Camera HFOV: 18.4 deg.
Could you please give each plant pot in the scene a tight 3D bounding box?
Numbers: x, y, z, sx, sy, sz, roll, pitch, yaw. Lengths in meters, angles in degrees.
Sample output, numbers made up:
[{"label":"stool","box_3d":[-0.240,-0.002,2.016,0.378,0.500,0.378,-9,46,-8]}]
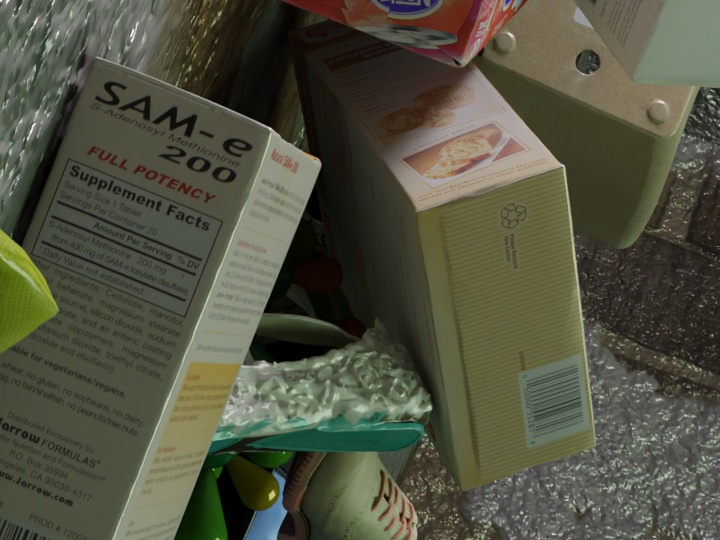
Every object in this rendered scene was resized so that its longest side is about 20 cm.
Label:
[{"label":"plant pot","box_3d":[0.140,-0.154,1.435,0.177,0.199,0.201,132,-19,-80]}]

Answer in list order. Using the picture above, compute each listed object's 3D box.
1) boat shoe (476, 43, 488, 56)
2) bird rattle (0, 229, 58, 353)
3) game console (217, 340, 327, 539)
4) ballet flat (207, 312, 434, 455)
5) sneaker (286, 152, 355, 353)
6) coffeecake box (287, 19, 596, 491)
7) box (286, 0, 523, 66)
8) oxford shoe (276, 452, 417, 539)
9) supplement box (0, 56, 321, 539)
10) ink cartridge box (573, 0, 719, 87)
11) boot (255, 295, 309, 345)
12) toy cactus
[{"label":"boat shoe","box_3d":[0.106,-0.206,1.271,0.076,0.073,0.201,100,13,-63]},{"label":"bird rattle","box_3d":[-0.121,-0.029,0.302,0.163,0.112,0.200,-48,164,-20]},{"label":"game console","box_3d":[-0.059,0.150,1.217,0.176,0.116,0.201,47,61,-49]},{"label":"ballet flat","box_3d":[-0.057,0.052,0.969,0.199,0.072,0.072,-1,120,-38]},{"label":"sneaker","box_3d":[0.000,0.000,1.229,0.077,0.200,0.089,-21,127,-17]},{"label":"coffeecake box","box_3d":[0.037,-0.019,1.067,0.200,0.073,0.154,-123,-161,-56]},{"label":"box","box_3d":[0.037,-0.172,1.036,0.200,0.095,0.100,-52,161,-70]},{"label":"oxford shoe","box_3d":[0.000,0.117,1.194,0.200,0.073,0.071,97,16,-64]},{"label":"supplement box","box_3d":[-0.090,0.033,0.823,0.126,0.073,0.201,26,85,-83]},{"label":"ink cartridge box","box_3d":[0.154,-0.208,1.129,0.200,0.082,0.147,-117,-144,-45]},{"label":"boot","box_3d":[-0.022,0.038,1.467,0.176,0.066,0.200,-55,170,-11]},{"label":"toy cactus","box_3d":[-0.066,0.033,1.056,0.201,0.102,0.165,-62,152,-31]}]
